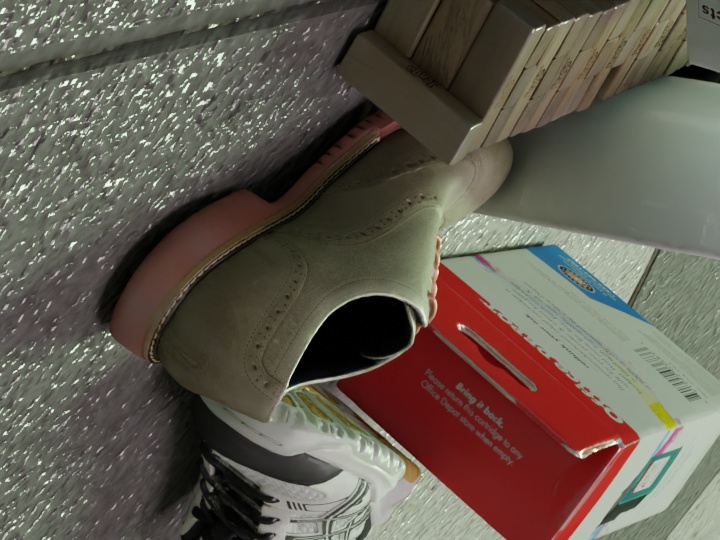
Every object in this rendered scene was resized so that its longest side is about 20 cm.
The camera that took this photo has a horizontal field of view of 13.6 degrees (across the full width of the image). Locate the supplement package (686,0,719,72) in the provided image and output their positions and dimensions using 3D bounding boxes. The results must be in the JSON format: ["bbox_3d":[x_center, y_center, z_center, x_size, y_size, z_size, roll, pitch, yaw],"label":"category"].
[{"bbox_3d":[0.217,-0.175,1.004,0.191,0.147,0.201,-37,135,-36],"label":"supplement package"}]

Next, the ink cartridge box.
[{"bbox_3d":[0.071,0.054,1.262,0.067,0.116,0.200,-55,161,18],"label":"ink cartridge box"}]

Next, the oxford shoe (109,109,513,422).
[{"bbox_3d":[0.000,0.000,1.046,0.200,0.074,0.071,-33,156,-44],"label":"oxford shoe"}]

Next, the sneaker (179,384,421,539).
[{"bbox_3d":[-0.031,0.087,1.146,0.088,0.076,0.200,-50,162,-2],"label":"sneaker"}]

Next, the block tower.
[{"bbox_3d":[0.074,-0.094,1.072,0.200,0.054,0.058,-26,150,-54],"label":"block tower"}]

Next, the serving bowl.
[{"bbox_3d":[0.139,-0.037,1.165,0.200,0.199,0.066,4,95,-69],"label":"serving bowl"}]

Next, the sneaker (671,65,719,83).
[{"bbox_3d":[0.152,-0.125,1.176,0.082,0.077,0.200,-33,156,-28],"label":"sneaker"}]
